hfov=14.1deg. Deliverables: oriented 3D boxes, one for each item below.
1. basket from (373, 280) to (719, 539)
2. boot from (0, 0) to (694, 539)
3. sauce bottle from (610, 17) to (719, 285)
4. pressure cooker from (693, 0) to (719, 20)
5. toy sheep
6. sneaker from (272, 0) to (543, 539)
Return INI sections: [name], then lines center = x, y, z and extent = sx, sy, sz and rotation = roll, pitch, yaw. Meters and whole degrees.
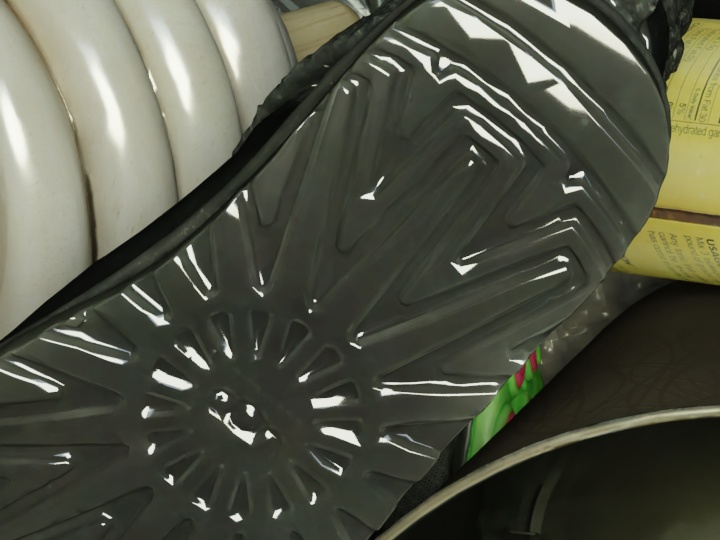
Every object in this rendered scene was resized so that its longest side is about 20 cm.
[basket]
center = 0.080, 0.075, 0.653
extent = 0.180, 0.200, 0.136
rotation = -25, 96, 16
[boot]
center = -0.012, 0.003, 0.609
extent = 0.211, 0.158, 0.079
rotation = -39, 100, 14
[sauce bottle]
center = 0.107, -0.024, 0.669
extent = 0.200, 0.066, 0.066
rotation = 10, 83, 37
[pressure cooker]
center = 0.173, -0.123, 0.726
extent = 0.179, 0.176, 0.200
rotation = 34, 60, 4
[toy sheep]
center = -0.081, -0.029, 0.680
extent = 0.200, 0.138, 0.138
rotation = -27, 87, -37
[sneaker]
center = 0.000, 0.000, 0.773
extent = 0.084, 0.077, 0.200
rotation = -11, 82, 11
